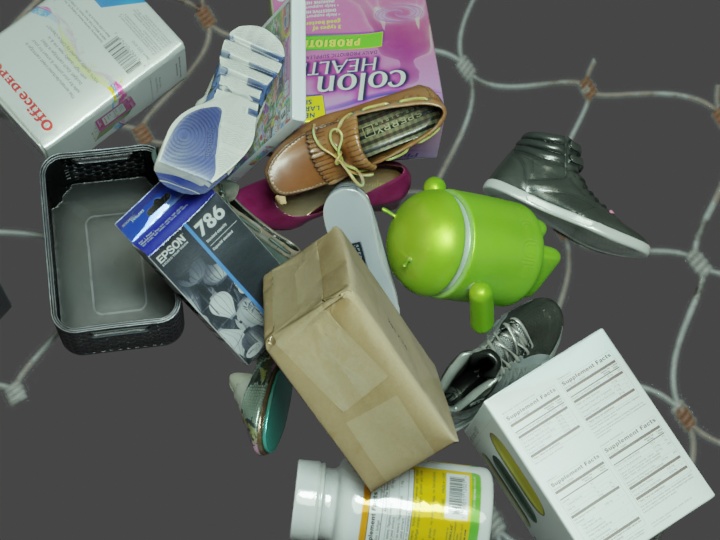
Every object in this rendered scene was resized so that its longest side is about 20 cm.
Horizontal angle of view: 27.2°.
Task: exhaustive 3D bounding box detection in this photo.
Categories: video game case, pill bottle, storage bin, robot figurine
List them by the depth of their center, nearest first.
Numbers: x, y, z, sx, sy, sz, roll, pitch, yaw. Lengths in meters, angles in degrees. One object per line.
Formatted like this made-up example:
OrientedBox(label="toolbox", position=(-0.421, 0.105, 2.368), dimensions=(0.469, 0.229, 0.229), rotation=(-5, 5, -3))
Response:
OrientedBox(label="pill bottle", position=(0.030, 0.246, 1.521), dimensions=(0.199, 0.111, 0.112), rotation=(7, 72, -2))
OrientedBox(label="robot figurine", position=(0.114, -0.024, 1.588), dimensions=(0.199, 0.116, 0.176), rotation=(8, 46, -34))
OrientedBox(label="storage bin", position=(-0.265, -0.022, 1.594), dimensions=(0.134, 0.094, 0.201), rotation=(-7, 72, -6))
OrientedBox(label="video game case", position=(-0.107, -0.192, 1.609), dimensions=(0.018, 0.200, 0.144), rotation=(7, 70, -25))

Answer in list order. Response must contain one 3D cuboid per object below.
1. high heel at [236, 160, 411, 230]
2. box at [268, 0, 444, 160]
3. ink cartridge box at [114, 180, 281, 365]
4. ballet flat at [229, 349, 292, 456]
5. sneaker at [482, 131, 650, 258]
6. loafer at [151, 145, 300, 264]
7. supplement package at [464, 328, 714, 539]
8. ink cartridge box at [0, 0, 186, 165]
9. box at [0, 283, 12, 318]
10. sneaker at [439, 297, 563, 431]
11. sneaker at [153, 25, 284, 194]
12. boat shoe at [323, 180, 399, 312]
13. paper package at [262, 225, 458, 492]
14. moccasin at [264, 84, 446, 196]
OrientedBox(label="high heel", position=(-0.045, -0.093, 1.632), dimensions=(0.199, 0.096, 0.068), rotation=(-8, 73, -7))
OrientedBox(label="box", position=(-0.009, -0.228, 1.664), dimensions=(0.175, 0.097, 0.201), rotation=(-4, 64, -6))
OrientedBox(label="ink cartridge box", position=(-0.150, -0.007, 1.528), dimensions=(0.099, 0.039, 0.200), rotation=(-46, 107, -11))
OrientedBox(label="ballet flat", position=(-0.098, 0.101, 1.588), dimensions=(0.071, 0.069, 0.201), rotation=(10, 66, 18))
OrientedBox(label="sneaker", position=(0.246, -0.090, 1.667), dimensions=(0.199, 0.071, 0.100), rotation=(26, 77, 8))
OrientedBox(label="loafer", position=(-0.141, -0.069, 1.587), dimensions=(0.063, 0.072, 0.200), rotation=(-33, 119, 12))
OrientedBox(label="supplement package", position=(0.230, 0.197, 1.531), dimensions=(0.150, 0.152, 0.200), rotation=(-30, 77, -12))
OrientedBox(label="ink cartridge box", position=(-0.315, -0.226, 1.660), dimensions=(0.200, 0.085, 0.145), rotation=(-39, 79, -16))
OrientedBox(label="box", position=(-0.471, 0.061, 1.534), dimensions=(0.106, 0.122, 0.200), rotation=(37, 73, 8))
OrientedBox(label="sneaker", position=(0.151, 0.093, 1.578), dimensions=(0.200, 0.116, 0.075), rotation=(-42, 80, -15))
OrientedBox(label="sneaker", position=(-0.142, -0.145, 1.533), dimensions=(0.080, 0.115, 0.200), rotation=(25, 59, 0))
OrientedBox(label="boat shoe", position=(0.000, 0.000, 1.607), dimensions=(0.071, 0.070, 0.201), rotation=(-11, 105, 7))
OrientedBox(label="paper package", position=(-0.004, 0.084, 1.471), dimensions=(0.103, 0.191, 0.200), rotation=(-32, 111, 8))
OrientedBox(label="moccasin", position=(-0.004, -0.130, 1.546), dimensions=(0.200, 0.078, 0.074), rotation=(-18, 106, -2))
